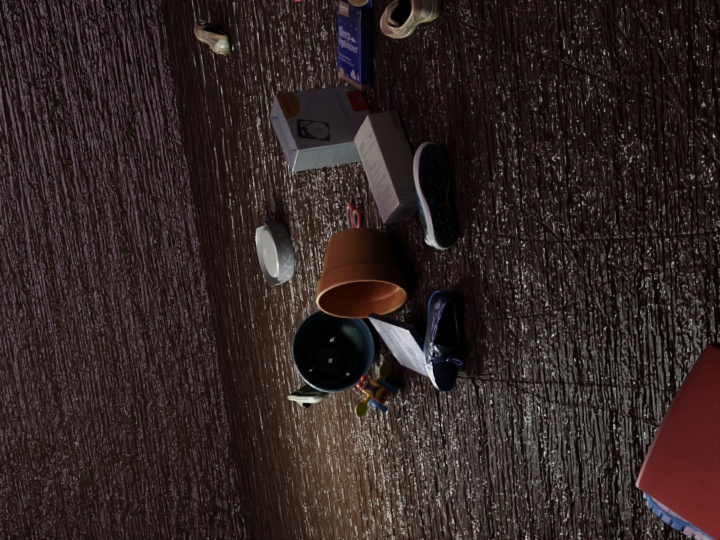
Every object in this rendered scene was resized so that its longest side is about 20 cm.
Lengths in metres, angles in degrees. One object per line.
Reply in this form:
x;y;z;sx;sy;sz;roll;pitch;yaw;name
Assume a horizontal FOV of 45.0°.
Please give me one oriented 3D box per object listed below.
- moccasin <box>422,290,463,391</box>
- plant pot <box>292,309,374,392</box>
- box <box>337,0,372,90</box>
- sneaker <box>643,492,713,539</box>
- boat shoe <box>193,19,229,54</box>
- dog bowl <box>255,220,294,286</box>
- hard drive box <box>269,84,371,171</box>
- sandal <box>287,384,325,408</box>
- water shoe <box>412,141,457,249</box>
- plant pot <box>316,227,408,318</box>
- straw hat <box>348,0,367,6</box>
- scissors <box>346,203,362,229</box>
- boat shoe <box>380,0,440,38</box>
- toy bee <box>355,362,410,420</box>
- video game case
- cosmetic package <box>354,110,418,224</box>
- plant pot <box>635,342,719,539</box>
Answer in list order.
0.158;0.142;1.685;0.068;0.079;0.203;-140;41;-73;moccasin
-0.071;0.212;2.147;0.188;0.197;0.203;105;148;-73;plant pot
-0.013;-0.498;1.846;0.121;0.032;0.203;-136;41;-54;box
0.450;0.304;1.107;0.199;0.074;0.088;35;124;50;sneaker
-0.468;-0.753;2.764;0.200;0.073;0.063;43;134;38;boat shoe
-0.254;-0.056;2.602;0.200;0.058;0.203;169;90;-68;dog bowl
-0.076;-0.309;1.870;0.157;0.197;0.077;66;154;25;hard drive box
-0.157;0.380;2.568;0.200;0.079;0.058;-1;114;67;sandal
0.128;-0.138;1.637;0.079;0.071;0.203;-175;75;-69;water shoe
0.000;0.000;1.879;0.200;0.197;0.142;124;146;-60;plant pot
0.034;-0.597;1.618;0.200;0.084;0.204;25;119;60;straw hat
-0.006;-0.058;2.072;0.073;0.014;0.203;18;118;62;scissors
0.075;-0.476;1.603;0.199;0.064;0.072;178;81;-67;boat shoe
0.037;0.269;2.004;0.199;0.108;0.132;-28;31;58;toy bee
0.098;0.162;1.843;0.144;0.019;0.199;56;163;-19;video game case
0.060;-0.209;1.760;0.105;0.070;0.203;131;124;-63;cosmetic package
0.440;0.177;0.911;0.199;0.197;0.179;29;117;61;plant pot
